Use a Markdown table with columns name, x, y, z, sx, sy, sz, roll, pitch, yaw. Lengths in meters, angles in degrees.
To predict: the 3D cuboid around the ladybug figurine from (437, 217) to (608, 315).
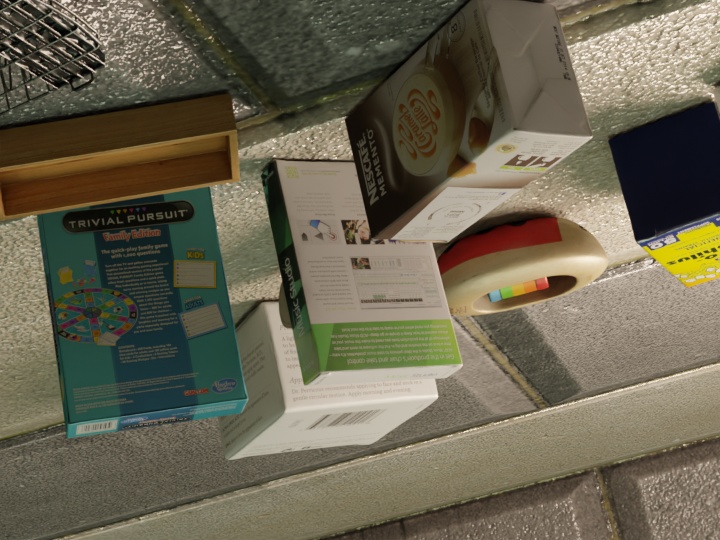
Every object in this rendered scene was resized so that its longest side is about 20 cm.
| name | x | y | z | sx | sy | sz | roll | pitch | yaw |
| --- | --- | --- | --- | --- | --- | --- | --- | --- | --- |
| ladybug figurine | 0.160 | -0.006 | 1.559 | 0.199 | 0.072 | 0.136 | -13 | 161 | 1 |

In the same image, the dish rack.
| name | x | y | z | sx | sy | sz | roll | pitch | yaw |
| --- | --- | --- | --- | --- | --- | --- | --- | --- | --- |
| dish rack | -0.273 | -0.138 | 0.954 | 0.199 | 0.055 | 0.153 | -21 | 161 | 18 |

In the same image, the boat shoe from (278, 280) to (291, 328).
| name | x | y | z | sx | sy | sz | roll | pitch | yaw |
| --- | --- | --- | --- | --- | --- | --- | --- | --- | --- |
| boat shoe | -0.020 | 0.006 | 1.486 | 0.062 | 0.073 | 0.200 | 4 | 151 | -31 |

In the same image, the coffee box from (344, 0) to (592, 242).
| name | x | y | z | sx | sy | sz | roll | pitch | yaw |
| --- | --- | --- | --- | --- | --- | --- | --- | --- | --- |
| coffee box | 0.078 | -0.111 | 1.148 | 0.079 | 0.115 | 0.200 | 0 | 157 | -32 |

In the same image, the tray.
| name | x | y | z | sx | sy | sz | roll | pitch | yaw |
| --- | --- | --- | --- | --- | --- | --- | --- | --- | --- |
| tray | -0.197 | -0.089 | 1.163 | 0.199 | 0.037 | 0.099 | -9 | 161 | -6 |

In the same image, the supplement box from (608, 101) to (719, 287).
| name | x | y | z | sx | sy | sz | roll | pitch | yaw |
| --- | --- | --- | --- | --- | --- | --- | --- | --- | --- |
| supplement box | 0.330 | -0.068 | 1.429 | 0.108 | 0.110 | 0.200 | -19 | 160 | 21 |

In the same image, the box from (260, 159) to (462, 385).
| name | x | y | z | sx | sy | sz | roll | pitch | yaw |
| --- | --- | --- | --- | --- | --- | --- | --- | --- | --- |
| box | 0.000 | 0.000 | 1.283 | 0.143 | 0.201 | 0.036 | 0 | 155 | -29 |

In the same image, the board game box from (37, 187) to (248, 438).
| name | x | y | z | sx | sy | sz | roll | pitch | yaw |
| --- | --- | --- | --- | --- | --- | --- | --- | --- | --- |
| board game box | -0.188 | 0.031 | 1.255 | 0.150 | 0.201 | 0.047 | -6 | 160 | -16 |

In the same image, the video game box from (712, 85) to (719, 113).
| name | x | y | z | sx | sy | sz | roll | pitch | yaw |
| --- | --- | --- | --- | --- | --- | --- | --- | --- | --- |
| video game box | 0.448 | -0.169 | 1.317 | 0.199 | 0.047 | 0.182 | 6 | 151 | -42 |

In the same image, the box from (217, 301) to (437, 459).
| name | x | y | z | sx | sy | sz | roll | pitch | yaw |
| --- | --- | --- | --- | --- | --- | --- | --- | --- | --- |
| box | -0.048 | 0.124 | 1.711 | 0.198 | 0.132 | 0.200 | -2 | 159 | -26 |
